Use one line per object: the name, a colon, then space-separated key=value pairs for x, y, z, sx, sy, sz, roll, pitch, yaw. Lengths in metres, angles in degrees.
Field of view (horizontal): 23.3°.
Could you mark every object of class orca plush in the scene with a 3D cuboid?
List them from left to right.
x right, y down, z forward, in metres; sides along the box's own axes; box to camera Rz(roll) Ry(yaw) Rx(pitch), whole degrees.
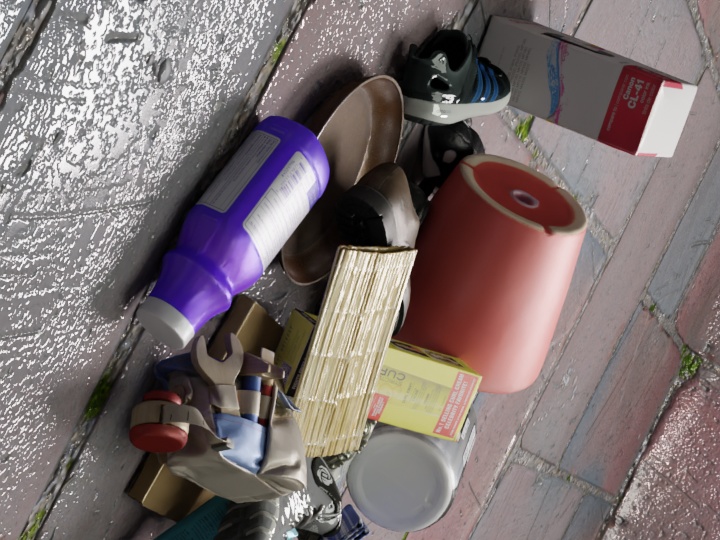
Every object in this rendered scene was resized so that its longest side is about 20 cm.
orca plush: x=0.110 y=-0.088 z=1.813 sx=0.105 sy=0.071 sz=0.201 roll=-49 pitch=155 yaw=-33

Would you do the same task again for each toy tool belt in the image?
toy tool belt: x=-0.121 y=0.110 z=1.445 sx=0.200 sy=0.124 sz=0.124 roll=37 pitch=47 yaw=-51

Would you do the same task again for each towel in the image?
towel: x=-0.071 y=0.319 z=1.770 sx=0.200 sy=0.024 sz=0.145 roll=-43 pitch=-175 yaw=-5

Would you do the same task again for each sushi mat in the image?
sushi mat: x=-0.012 y=0.072 z=1.543 sx=0.095 sy=0.012 sz=0.202 roll=1 pitch=111 yaw=-45

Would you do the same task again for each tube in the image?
tube: x=-0.143 y=0.247 z=1.554 sx=0.199 sy=0.050 sz=0.078 roll=-28 pitch=100 yaw=-36

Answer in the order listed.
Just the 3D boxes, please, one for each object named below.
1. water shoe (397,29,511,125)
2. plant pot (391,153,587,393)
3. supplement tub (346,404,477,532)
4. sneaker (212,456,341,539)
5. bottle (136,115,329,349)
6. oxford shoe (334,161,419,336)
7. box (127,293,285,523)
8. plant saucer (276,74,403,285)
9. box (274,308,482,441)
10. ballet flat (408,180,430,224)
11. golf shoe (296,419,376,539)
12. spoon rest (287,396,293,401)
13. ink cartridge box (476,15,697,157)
water shoe: x=0.099 y=-0.191 z=1.668 sx=0.200 sy=0.071 sz=0.080 roll=-32 pitch=135 yaw=-61
plant pot: x=0.127 y=-0.005 z=1.744 sx=0.200 sy=0.200 sz=0.178 roll=-27 pitch=148 yaw=-58
supplement tub: x=0.061 y=0.189 z=1.913 sx=0.200 sy=0.121 sz=0.124 roll=-60 pitch=168 yaw=-66
sneaker: x=-0.065 y=0.230 z=1.555 sx=0.115 sy=0.075 sz=0.202 roll=34 pitch=51 yaw=-30
bottle: x=-0.102 y=-0.028 z=1.381 sx=0.201 sy=0.065 sz=0.084 roll=-55 pitch=152 yaw=-23
oxford shoe: x=0.027 y=-0.017 z=1.612 sx=0.085 sy=0.072 sz=0.201 roll=-51 pitch=156 yaw=-36
box: x=-0.126 y=0.134 z=1.573 sx=0.201 sy=0.021 sz=0.164 roll=-61 pitch=159 yaw=-9
plant saucer: x=-0.025 y=-0.085 z=1.550 sx=0.200 sy=0.032 sz=0.201 roll=-50 pitch=156 yaw=-32
box: x=0.013 y=0.099 z=1.618 sx=0.199 sy=0.050 sz=0.076 roll=19 pitch=98 yaw=-33
ballet flat: x=0.000 y=0.000 z=1.707 sx=0.201 sy=0.056 sz=0.066 roll=-60 pitch=-177 yaw=4
golf shoe: x=-0.036 y=0.180 z=1.806 sx=0.201 sy=0.078 sz=0.097 roll=-63 pitch=177 yaw=13
spoon rest: x=-0.069 y=0.163 z=1.690 sx=0.099 sy=0.060 sz=0.202 roll=-11 pitch=123 yaw=-63
ink cartridge box: x=0.231 y=-0.190 z=1.803 sx=0.147 sy=0.199 sz=0.086 roll=-10 pitch=123 yaw=-65
